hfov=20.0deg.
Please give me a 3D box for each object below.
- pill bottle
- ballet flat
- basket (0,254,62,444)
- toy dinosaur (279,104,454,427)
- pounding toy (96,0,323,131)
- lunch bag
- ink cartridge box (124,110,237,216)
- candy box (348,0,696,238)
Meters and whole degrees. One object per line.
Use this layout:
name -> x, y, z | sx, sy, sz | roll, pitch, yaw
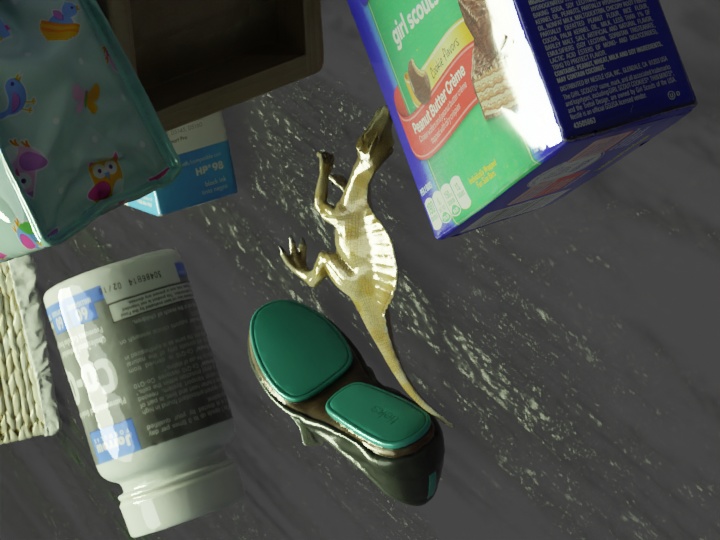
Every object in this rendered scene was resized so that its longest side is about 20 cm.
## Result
pill bottle -> -0.163, 0.095, 1.571 | 0.114, 0.113, 0.202 | -25, 83, 65
ballet flat -> -0.013, 0.091, 1.314 | 0.200, 0.068, 0.069 | 41, 154, 49
basket -> -0.411, 0.065, 2.026 | 0.198, 0.160, 0.202 | 25, 126, 59
toy dinosaur -> 0.000, 0.000, 1.233 | 0.101, 0.058, 0.202 | 21, 124, 58
pounding toy -> -0.119, -0.213, 1.233 | 0.142, 0.183, 0.202 | 26, 129, 43
lunch bag -> -0.213, -0.110, 1.153 | 0.170, 0.122, 0.201 | -16, 103, 56
ink cartridge box -> -0.156, -0.150, 1.454 | 0.116, 0.066, 0.202 | 20, 123, 61
candy box -> 0.060, -0.138, 0.975 | 0.202, 0.076, 0.169 | 71, 158, 8
